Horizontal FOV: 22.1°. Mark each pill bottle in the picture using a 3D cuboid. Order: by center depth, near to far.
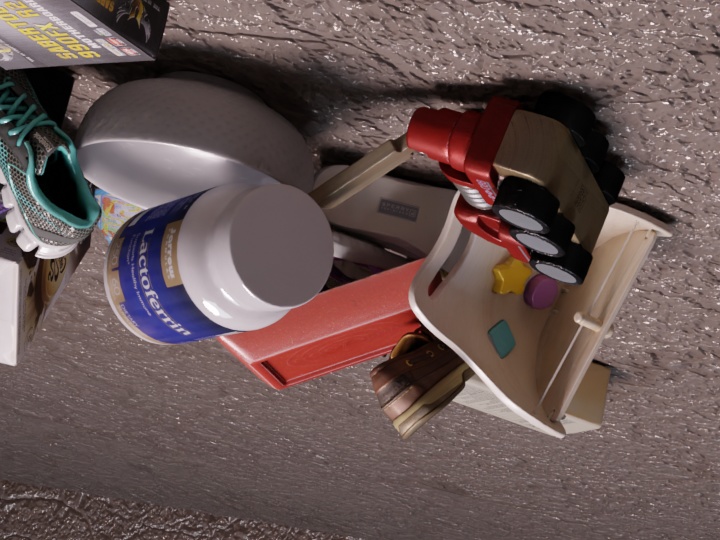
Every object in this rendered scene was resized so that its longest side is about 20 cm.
[{"bbox_3d":[-0.112,-0.007,1.454,0.115,0.117,0.199,22,161,-29],"label":"pill bottle"}]

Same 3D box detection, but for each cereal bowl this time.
[{"bbox_3d":[-0.129,-0.104,1.495,0.198,0.084,0.200,13,164,4],"label":"cereal bowl"}]

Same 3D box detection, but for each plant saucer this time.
[{"bbox_3d":[-0.017,0.054,1.621,0.198,0.037,0.200,-19,166,2],"label":"plant saucer"}]

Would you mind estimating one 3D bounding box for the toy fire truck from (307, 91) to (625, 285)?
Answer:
[{"bbox_3d":[0.080,-0.066,1.422,0.199,0.130,0.176,19,168,25],"label":"toy fire truck"}]

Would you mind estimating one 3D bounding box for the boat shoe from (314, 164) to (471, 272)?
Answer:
[{"bbox_3d":[0.044,-0.041,1.606,0.198,0.073,0.068,12,-178,-12],"label":"boat shoe"}]

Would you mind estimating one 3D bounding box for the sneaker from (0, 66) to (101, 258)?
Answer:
[{"bbox_3d":[-0.260,-0.106,1.442,0.091,0.077,0.201,-6,117,57],"label":"sneaker"}]

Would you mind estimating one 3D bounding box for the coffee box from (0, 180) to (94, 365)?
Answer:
[{"bbox_3d":[-0.307,-0.023,1.654,0.079,0.200,0.114,13,125,6],"label":"coffee box"}]

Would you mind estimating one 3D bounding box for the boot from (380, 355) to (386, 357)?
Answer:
[{"bbox_3d":[-0.046,0.038,1.929,0.149,0.074,0.200,9,169,10],"label":"boot"}]

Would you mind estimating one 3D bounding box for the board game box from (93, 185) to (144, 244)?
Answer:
[{"bbox_3d":[-0.160,-0.038,1.722,0.199,0.034,0.135,-1,130,41],"label":"board game box"}]

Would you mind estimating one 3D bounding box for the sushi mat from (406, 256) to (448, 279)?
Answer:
[{"bbox_3d":[0.092,0.015,1.738,0.095,0.012,0.200,12,164,10],"label":"sushi mat"}]

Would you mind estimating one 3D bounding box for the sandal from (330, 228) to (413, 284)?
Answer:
[{"bbox_3d":[-0.005,-0.002,1.616,0.082,0.050,0.202,22,-179,40],"label":"sandal"}]

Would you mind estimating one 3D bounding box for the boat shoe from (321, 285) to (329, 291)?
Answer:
[{"bbox_3d":[-0.092,-0.021,1.770,0.199,0.068,0.072,21,163,-9],"label":"boat shoe"}]

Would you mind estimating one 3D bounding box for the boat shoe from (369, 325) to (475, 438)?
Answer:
[{"bbox_3d":[0.064,0.078,1.602,0.068,0.072,0.200,49,-155,2],"label":"boat shoe"}]

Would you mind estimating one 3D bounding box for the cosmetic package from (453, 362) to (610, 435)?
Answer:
[{"bbox_3d":[0.163,0.116,2.017,0.199,0.072,0.105,21,162,-24],"label":"cosmetic package"}]

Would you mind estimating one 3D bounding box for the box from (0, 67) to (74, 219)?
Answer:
[{"bbox_3d":[-0.352,-0.133,1.501,0.199,0.123,0.106,23,161,-32],"label":"box"}]

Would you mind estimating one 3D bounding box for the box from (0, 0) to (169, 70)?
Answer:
[{"bbox_3d":[-0.257,-0.209,1.308,0.157,0.049,0.200,1,160,34],"label":"box"}]

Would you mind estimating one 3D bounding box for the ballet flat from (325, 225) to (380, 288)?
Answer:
[{"bbox_3d":[0.016,0.011,1.735,0.075,0.068,0.200,19,158,52],"label":"ballet flat"}]

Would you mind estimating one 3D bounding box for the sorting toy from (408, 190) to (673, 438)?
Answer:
[{"bbox_3d":[0.132,0.008,1.546,0.179,0.201,0.107,26,-176,-32],"label":"sorting toy"}]
